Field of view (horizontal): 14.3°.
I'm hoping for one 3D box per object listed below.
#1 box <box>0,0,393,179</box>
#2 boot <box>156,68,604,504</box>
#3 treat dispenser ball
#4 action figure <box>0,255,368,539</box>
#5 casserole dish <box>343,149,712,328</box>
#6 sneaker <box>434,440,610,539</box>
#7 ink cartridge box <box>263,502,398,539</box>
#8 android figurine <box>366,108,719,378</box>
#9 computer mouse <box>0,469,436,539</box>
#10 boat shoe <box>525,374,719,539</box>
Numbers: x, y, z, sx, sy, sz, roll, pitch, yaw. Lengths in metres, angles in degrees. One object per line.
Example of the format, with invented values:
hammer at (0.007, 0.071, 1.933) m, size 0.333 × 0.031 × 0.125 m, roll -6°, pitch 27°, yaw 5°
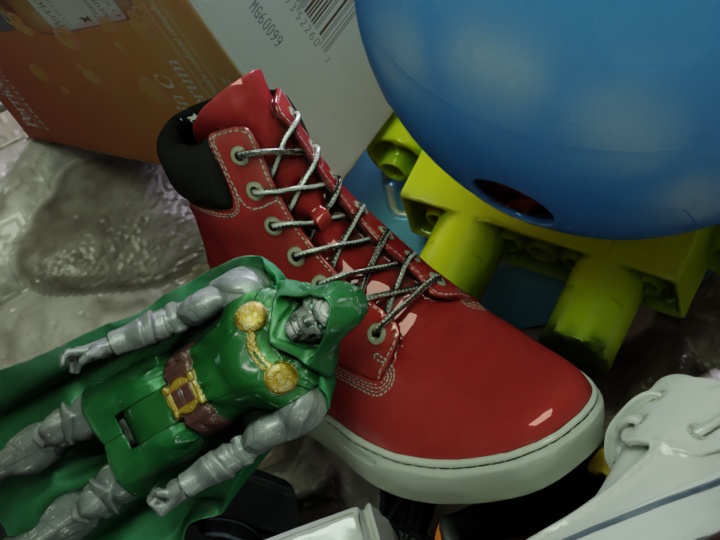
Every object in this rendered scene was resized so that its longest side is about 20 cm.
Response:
box at (-0.086, -0.129, 1.191) m, size 0.199 × 0.152 × 0.107 m, roll 12°, pitch 58°, yaw 45°
boot at (0.000, 0.000, 1.064) m, size 0.072 × 0.145 × 0.200 m, roll -35°, pitch 33°, yaw -28°
treat dispenser ball at (0.096, -0.112, 1.054) m, size 0.200 × 0.201 × 0.202 m, roll -5°, pitch 57°, yaw 8°
action figure at (-0.075, 0.054, 1.065) m, size 0.200 × 0.055 × 0.119 m, roll -33°, pitch 84°, yaw 28°
casserole dish at (0.061, -0.036, 1.204) m, size 0.199 × 0.039 × 0.122 m, roll -10°, pitch 57°, yaw 4°
sneaker at (0.120, 0.092, 1.078) m, size 0.199 × 0.090 × 0.070 m, roll -20°, pitch 56°, yaw -1°
ink cartridge box at (-0.071, 0.159, 1.027) m, size 0.199 × 0.145 × 0.084 m, roll -20°, pitch 80°, yaw 2°
android figurine at (0.097, -0.055, 1.162) m, size 0.181 × 0.041 × 0.201 m, roll 16°, pitch 63°, yaw 20°
computer mouse at (-0.060, 0.081, 1.148) m, size 0.199 × 0.046 × 0.141 m, roll 9°, pitch 61°, yaw 17°
boat shoe at (0.117, 0.070, 1.019) m, size 0.199 × 0.074 × 0.066 m, roll -21°, pitch 69°, yaw -36°
